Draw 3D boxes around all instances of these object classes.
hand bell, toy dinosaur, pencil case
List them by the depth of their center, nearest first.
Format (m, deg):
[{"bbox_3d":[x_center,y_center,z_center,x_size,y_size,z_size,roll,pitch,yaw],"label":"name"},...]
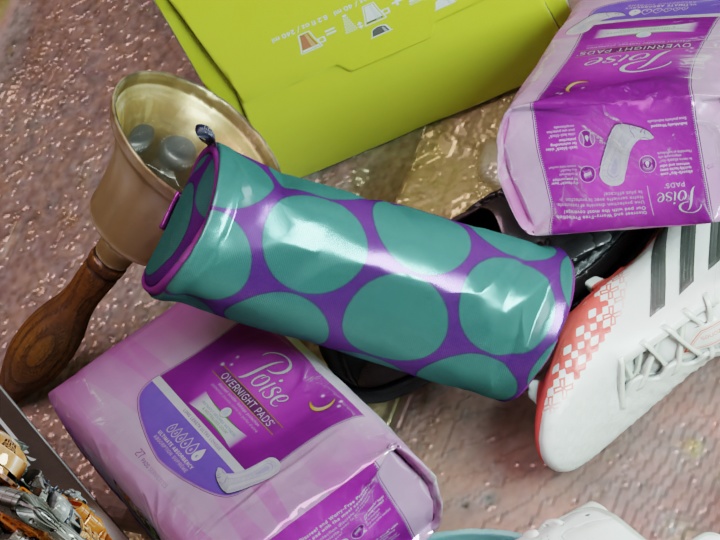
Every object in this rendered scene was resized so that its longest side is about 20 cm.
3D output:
[{"bbox_3d":[-0.180,0.104,1.347,0.102,0.136,0.200,-35,96,-23],"label":"toy dinosaur"},{"bbox_3d":[0.000,0.000,1.390,0.092,0.200,0.085,-115,44,-69],"label":"pencil case"},{"bbox_3d":[-0.136,0.001,1.506,0.200,0.104,0.104,-50,47,31],"label":"hand bell"}]

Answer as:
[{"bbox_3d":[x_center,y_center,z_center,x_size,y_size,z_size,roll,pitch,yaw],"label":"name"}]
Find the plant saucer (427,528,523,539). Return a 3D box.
[{"bbox_3d":[0.048,0.218,1.357,0.199,0.036,0.200,-8,54,11],"label":"plant saucer"}]

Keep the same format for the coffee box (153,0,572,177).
[{"bbox_3d":[-0.017,-0.202,1.551,0.199,0.200,0.198,-23,54,5],"label":"coffee box"}]

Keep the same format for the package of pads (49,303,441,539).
[{"bbox_3d":[-0.059,0.092,1.421,0.120,0.076,0.200,-37,40,-10],"label":"package of pads"}]

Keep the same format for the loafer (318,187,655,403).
[{"bbox_3d":[0.067,-0.002,1.479,0.200,0.063,0.072,-32,54,-3],"label":"loafer"}]

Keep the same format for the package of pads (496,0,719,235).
[{"bbox_3d":[0.150,-0.089,1.448,0.120,0.076,0.200,-4,23,21],"label":"package of pads"}]

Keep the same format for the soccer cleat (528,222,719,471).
[{"bbox_3d":[0.160,0.023,1.429,0.085,0.069,0.200,22,63,38],"label":"soccer cleat"}]

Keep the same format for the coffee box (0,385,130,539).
[{"bbox_3d":[-0.170,0.160,1.446,0.113,0.080,0.200,-39,56,-7],"label":"coffee box"}]

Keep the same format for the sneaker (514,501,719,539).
[{"bbox_3d":[0.084,0.154,1.333,0.199,0.078,0.100,4,50,9],"label":"sneaker"}]
